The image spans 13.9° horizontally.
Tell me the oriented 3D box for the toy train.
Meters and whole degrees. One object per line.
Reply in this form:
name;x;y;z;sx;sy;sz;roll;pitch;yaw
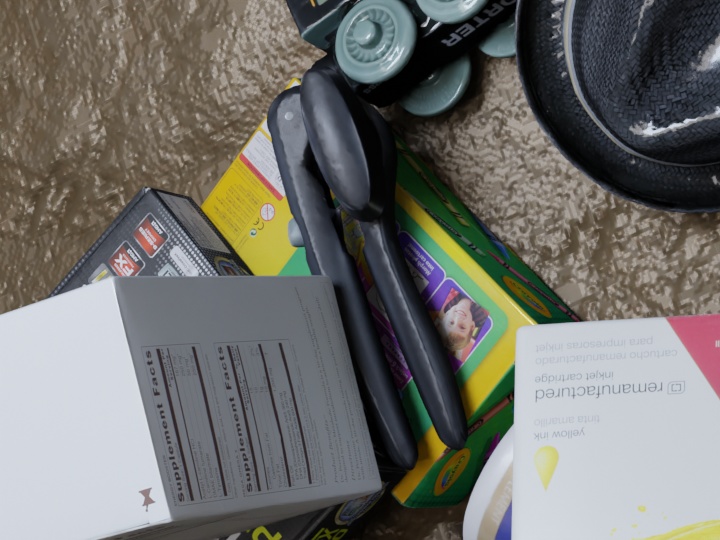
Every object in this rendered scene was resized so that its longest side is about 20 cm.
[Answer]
toy train;0.048;-0.163;1.481;0.200;0.085;0.114;-35;62;20

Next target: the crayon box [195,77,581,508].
crayon box;0.007;0.010;1.511;0.200;0.058;0.119;46;110;24

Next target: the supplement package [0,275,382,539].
supplement package;-0.092;0.068;1.358;0.113;0.200;0.110;-18;82;25

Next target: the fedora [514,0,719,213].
fedora;0.164;-0.117;1.364;0.199;0.092;0.202;1;101;5

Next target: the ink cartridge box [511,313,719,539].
ink cartridge box;0.141;0.126;1.282;0.144;0.083;0.201;-4;65;13

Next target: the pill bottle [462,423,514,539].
pill bottle;0.155;0.144;1.383;0.200;0.116;0.116;36;105;27

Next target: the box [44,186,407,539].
box;-0.093;0.083;1.502;0.160;0.044;0.200;-46;65;16

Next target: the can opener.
can opener;0.000;0.000;1.448;0.063;0.079;0.201;-17;88;20
